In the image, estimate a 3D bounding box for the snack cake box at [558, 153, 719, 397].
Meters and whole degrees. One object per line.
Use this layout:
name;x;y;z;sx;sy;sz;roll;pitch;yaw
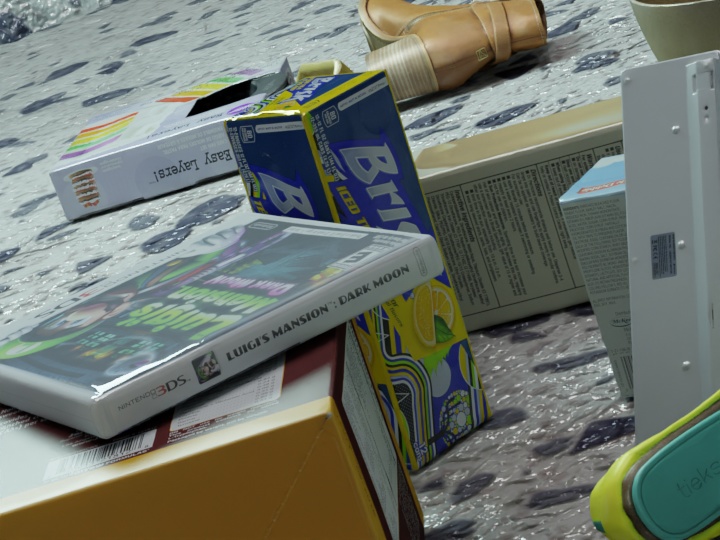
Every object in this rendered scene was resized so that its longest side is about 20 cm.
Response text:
snack cake box;0.213;-0.011;1.340;0.199;0.115;0.067;-9;17;31

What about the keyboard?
keyboard;0.156;-0.008;1.301;0.056;0.201;0.011;-12;-19;36

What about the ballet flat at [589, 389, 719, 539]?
ballet flat;0.185;0.070;1.206;0.200;0.067;0.067;-27;-4;-22

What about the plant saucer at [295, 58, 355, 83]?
plant saucer;-0.022;-0.017;1.524;0.048;0.201;0.200;11;2;-8

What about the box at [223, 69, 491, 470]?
box;0.000;0.000;1.394;0.064;0.201;0.070;-2;22;46

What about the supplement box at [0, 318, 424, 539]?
supplement box;-0.081;0.118;1.210;0.196;0.133;0.200;-18;15;6

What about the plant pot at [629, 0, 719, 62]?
plant pot;0.283;-0.140;1.667;0.200;0.135;0.200;-18;15;5

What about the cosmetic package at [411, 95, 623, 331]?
cosmetic package;0.116;-0.036;1.568;0.199;0.106;0.071;-13;16;15

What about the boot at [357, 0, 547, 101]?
boot;0.082;-0.205;2.263;0.154;0.074;0.200;-19;27;6

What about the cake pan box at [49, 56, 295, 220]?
cake pan box;-0.150;-0.114;2.259;0.199;0.052;0.184;-16;18;12

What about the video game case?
video game case;-0.083;0.020;1.253;0.181;0.023;0.200;-26;16;-24
